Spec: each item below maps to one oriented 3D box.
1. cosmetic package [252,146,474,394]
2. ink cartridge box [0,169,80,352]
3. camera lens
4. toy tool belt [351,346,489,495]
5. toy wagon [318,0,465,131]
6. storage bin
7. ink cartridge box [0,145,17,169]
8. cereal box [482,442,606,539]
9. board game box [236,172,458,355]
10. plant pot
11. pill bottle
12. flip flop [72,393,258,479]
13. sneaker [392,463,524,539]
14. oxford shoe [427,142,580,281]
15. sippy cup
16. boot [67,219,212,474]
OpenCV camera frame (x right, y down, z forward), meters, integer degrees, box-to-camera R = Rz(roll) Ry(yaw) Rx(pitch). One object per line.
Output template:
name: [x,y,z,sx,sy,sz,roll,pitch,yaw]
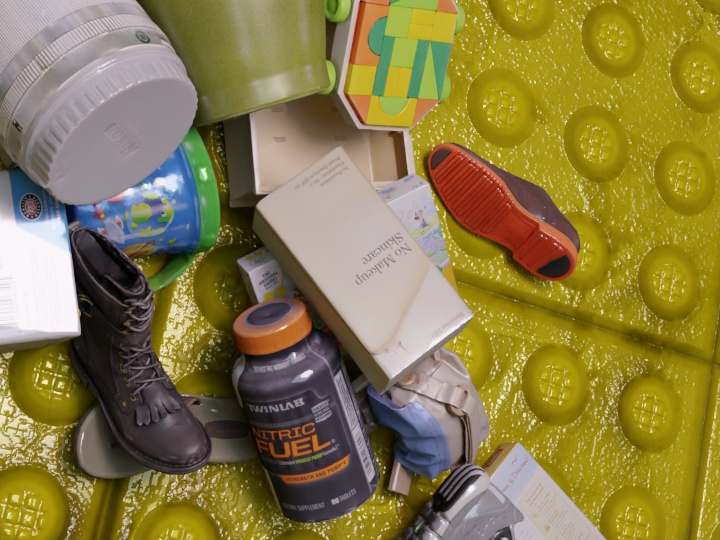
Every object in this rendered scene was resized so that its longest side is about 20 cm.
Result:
cosmetic package: [0.000,0.000,1.291,0.103,0.073,0.200,-37,81,-15]
ink cartridge box: [-0.361,0.001,1.207,0.199,0.146,0.148,-6,85,-26]
camera lens: [-0.248,-0.174,1.157,0.160,0.160,0.200,-31,69,-26]
toy tool belt: [0.046,0.131,1.383,0.123,0.125,0.200,-44,136,-17]
toy wagon: [0.033,-0.233,1.343,0.155,0.040,0.201,-2,111,-38]
storage bin: [-0.038,-0.170,1.417,0.198,0.094,0.201,-4,84,-26]
ink cartridge box: [-0.272,-0.207,1.315,0.200,0.084,0.146,-33,97,-25]
cereal box: [0.178,0.300,1.483,0.200,0.039,0.144,48,67,-11]
board game box: [-0.009,0.008,1.386,0.199,0.034,0.135,-27,122,-14]
plant pot: [-0.113,-0.236,1.257,0.200,0.200,0.194,-20,100,-27]
pill bottle: [-0.057,0.127,1.325,0.106,0.106,0.201,-30,115,-26]
flip flop: [-0.171,0.154,1.324,0.199,0.057,0.082,3,86,-28]
sneaker: [0.085,0.297,1.390,0.115,0.075,0.200,41,95,-15]
oxford shoe: [0.155,-0.073,1.523,0.200,0.071,0.073,42,39,-12]
sippy cup: [-0.214,-0.067,1.293,0.130,0.140,0.179,-17,89,-25]
boot: [-0.198,0.070,1.228,0.069,0.174,0.200,-34,68,-31]
